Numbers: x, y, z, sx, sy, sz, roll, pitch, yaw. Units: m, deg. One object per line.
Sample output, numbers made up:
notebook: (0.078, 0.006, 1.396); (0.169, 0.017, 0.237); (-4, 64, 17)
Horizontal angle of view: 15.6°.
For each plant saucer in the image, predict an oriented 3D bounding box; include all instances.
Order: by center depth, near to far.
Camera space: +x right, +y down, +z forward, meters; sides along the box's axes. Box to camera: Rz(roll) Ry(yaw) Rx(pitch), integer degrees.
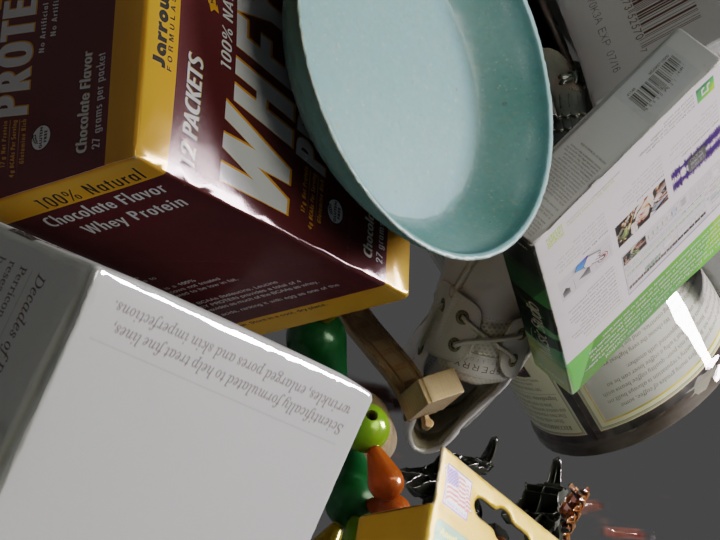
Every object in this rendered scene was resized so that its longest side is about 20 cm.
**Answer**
plant saucer: (0.022, -0.099, 1.267); (0.200, 0.036, 0.201); (24, 58, -46)

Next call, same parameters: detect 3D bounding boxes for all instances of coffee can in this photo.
coffee can: (0.128, -0.007, 1.636); (0.201, 0.146, 0.147); (58, 39, -24)

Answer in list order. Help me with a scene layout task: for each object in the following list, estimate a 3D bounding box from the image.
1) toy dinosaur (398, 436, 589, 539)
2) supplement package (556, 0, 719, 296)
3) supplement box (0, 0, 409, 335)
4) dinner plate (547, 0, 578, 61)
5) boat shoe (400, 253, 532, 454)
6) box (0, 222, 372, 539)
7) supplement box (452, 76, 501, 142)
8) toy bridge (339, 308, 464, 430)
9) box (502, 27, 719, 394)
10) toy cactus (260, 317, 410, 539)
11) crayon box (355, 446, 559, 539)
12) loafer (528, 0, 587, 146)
toy dinosaur: (0.075, 0.179, 1.568); (0.200, 0.101, 0.136); (-66, 156, -59)
supplement package: (0.216, -0.099, 1.573); (0.200, 0.117, 0.117); (50, 17, -41)
supplement box: (-0.110, -0.059, 1.276); (0.200, 0.196, 0.134); (27, 58, -46)
dinner plate: (0.105, -0.180, 1.678); (0.024, 0.200, 0.200); (-45, 126, -1)
boat shoe: (0.071, 0.036, 1.511); (0.070, 0.200, 0.070); (15, 48, -7)
box: (-0.132, 0.100, 1.186); (0.199, 0.130, 0.201); (28, 86, -48)
supplement box: (-0.004, -0.060, 1.413); (0.066, 0.200, 0.069); (-6, 87, -35)
toy bridge: (0.000, 0.000, 1.516); (0.027, 0.067, 0.201); (-16, 76, -28)
box: (0.143, -0.028, 1.436); (0.144, 0.036, 0.200); (-44, 153, -11)
toy cactus: (-0.020, 0.088, 1.455); (0.201, 0.102, 0.165); (65, 8, 18)
crayon box: (0.044, 0.209, 1.346); (0.126, 0.051, 0.201); (40, 49, -40)
loafer: (0.093, -0.114, 1.531); (0.200, 0.071, 0.063); (-101, -170, -55)
